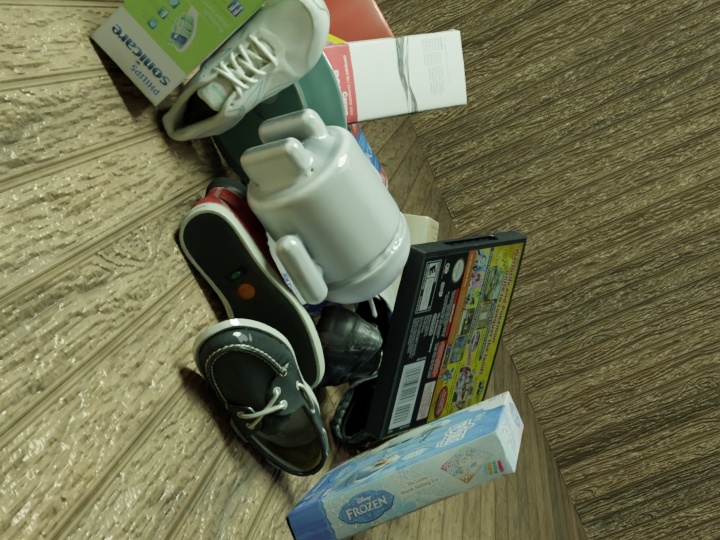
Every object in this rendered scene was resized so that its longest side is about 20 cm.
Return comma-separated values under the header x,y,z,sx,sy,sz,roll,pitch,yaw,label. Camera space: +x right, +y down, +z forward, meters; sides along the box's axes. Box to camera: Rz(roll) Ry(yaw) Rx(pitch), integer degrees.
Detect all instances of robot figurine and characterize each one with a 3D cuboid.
x,y,z,sx,sy,sz,roll,pitch,yaw,label
-0.027,-0.051,1.024,0.201,0.112,0.170,56,46,-31,robot figurine

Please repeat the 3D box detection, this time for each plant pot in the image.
x,y,z,sx,sy,sz,roll,pitch,yaw,label
-0.045,-0.296,1.515,0.202,0.176,0.200,60,5,-8,plant pot

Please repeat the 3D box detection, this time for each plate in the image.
x,y,z,sx,sy,sz,roll,pitch,yaw,label
-0.097,-0.160,1.108,0.025,0.199,0.202,-30,99,-43,plate

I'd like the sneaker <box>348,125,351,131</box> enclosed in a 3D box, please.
x,y,z,sx,sy,sz,roll,pitch,yaw,label
-0.092,-0.197,1.275,0.199,0.075,0.082,32,-5,-36,sneaker

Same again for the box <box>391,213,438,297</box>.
x,y,z,sx,sy,sz,roll,pitch,yaw,label
0.040,0.033,1.369,0.095,0.077,0.202,6,91,-77,box

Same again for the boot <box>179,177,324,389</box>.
x,y,z,sx,sy,sz,roll,pitch,yaw,label
-0.090,0.010,1.043,0.201,0.072,0.144,61,11,-15,boot

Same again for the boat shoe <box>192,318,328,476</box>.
x,y,z,sx,sy,sz,roll,pitch,yaw,label
-0.073,0.108,0.913,0.200,0.075,0.061,51,14,-53,boat shoe

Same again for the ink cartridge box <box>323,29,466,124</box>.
x,y,z,sx,sy,sz,roll,pitch,yaw,label
-0.006,-0.199,1.191,0.146,0.199,0.084,4,-75,54,ink cartridge box

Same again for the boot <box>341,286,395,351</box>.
x,y,z,sx,sy,sz,roll,pitch,yaw,label
0.000,0.000,1.232,0.096,0.073,0.201,-110,175,-62,boot

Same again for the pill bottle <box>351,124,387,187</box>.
x,y,z,sx,sy,sz,roll,pitch,yaw,label
-0.050,-0.160,1.446,0.113,0.111,0.201,-101,164,-46,pill bottle

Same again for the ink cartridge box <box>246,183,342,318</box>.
x,y,z,sx,sy,sz,roll,pitch,yaw,label
-0.081,-0.051,1.260,0.094,0.044,0.202,32,36,-74,ink cartridge box

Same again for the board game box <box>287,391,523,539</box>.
x,y,z,sx,sy,sz,roll,pitch,yaw,label
0.049,0.181,1.030,0.200,0.197,0.044,-16,83,-79,board game box

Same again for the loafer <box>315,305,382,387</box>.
x,y,z,sx,sy,sz,roll,pitch,yaw,label
-0.015,0.086,1.121,0.201,0.070,0.069,106,5,-74,loafer

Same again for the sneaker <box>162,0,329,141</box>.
x,y,z,sx,sy,sz,roll,pitch,yaw,label
-0.105,-0.179,1.023,0.071,0.200,0.080,49,31,-5,sneaker

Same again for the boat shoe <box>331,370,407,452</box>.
x,y,z,sx,sy,sz,roll,pitch,yaw,label
0.051,0.116,1.210,0.071,0.201,0.091,37,0,26,boat shoe

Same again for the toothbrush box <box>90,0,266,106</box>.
x,y,z,sx,sy,sz,roll,pitch,yaw,label
-0.129,-0.258,0.997,0.086,0.200,0.146,47,16,-14,toothbrush box

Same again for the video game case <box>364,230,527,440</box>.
x,y,z,sx,sy,sz,roll,pitch,yaw,label
0.090,0.063,1.143,0.180,0.025,0.202,-9,118,-48,video game case

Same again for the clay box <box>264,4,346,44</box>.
x,y,z,sx,sy,sz,roll,pitch,yaw,label
-0.072,-0.268,1.350,0.199,0.048,0.115,26,21,16,clay box
